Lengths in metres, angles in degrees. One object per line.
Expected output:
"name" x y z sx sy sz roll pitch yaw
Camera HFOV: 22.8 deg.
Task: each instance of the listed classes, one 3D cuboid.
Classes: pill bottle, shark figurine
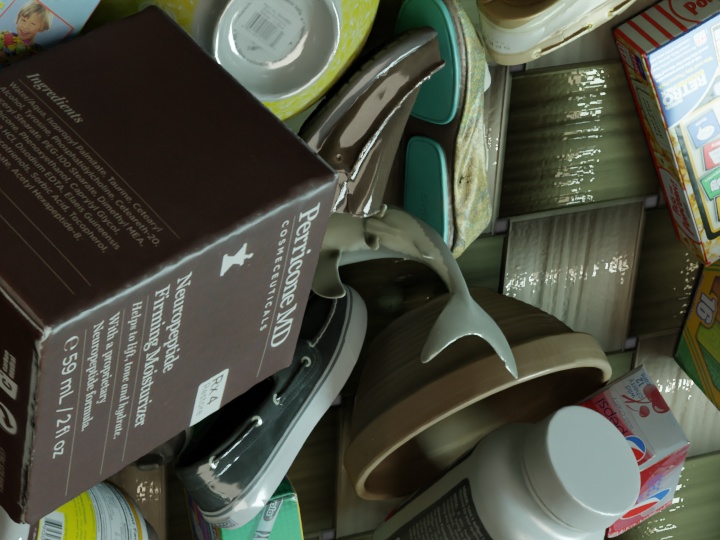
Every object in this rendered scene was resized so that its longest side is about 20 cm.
"pill bottle" -0.213 0.181 1.181 0.109 0.109 0.200 -44 150 6
"shark figurine" 0.019 -0.009 1.178 0.089 0.213 0.129 28 79 -55
"pill bottle" 0.101 0.175 1.245 0.110 0.112 0.200 13 142 -30

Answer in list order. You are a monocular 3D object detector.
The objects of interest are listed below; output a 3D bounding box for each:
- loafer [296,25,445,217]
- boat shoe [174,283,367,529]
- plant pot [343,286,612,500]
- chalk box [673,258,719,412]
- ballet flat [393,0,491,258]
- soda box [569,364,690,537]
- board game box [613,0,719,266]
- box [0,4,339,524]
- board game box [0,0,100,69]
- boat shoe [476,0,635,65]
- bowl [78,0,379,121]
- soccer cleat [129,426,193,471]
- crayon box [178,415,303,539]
"loafer" -0.010 -0.067 1.126 0.071 0.073 0.200 41 97 -8
"boat shoe" -0.057 0.077 1.189 0.057 0.068 0.201 50 52 -29
"plant pot" 0.069 0.075 1.256 0.199 0.093 0.201 -23 162 -8
"chalk box" 0.347 0.070 1.337 0.123 0.200 0.125 0 120 -25
"ballet flat" 0.060 -0.103 1.187 0.070 0.071 0.202 -12 119 -18
"soda box" 0.196 0.139 1.337 0.063 0.070 0.200 -29 160 -5
"board game box" 0.278 -0.121 1.283 0.151 0.046 0.201 -29 128 -6
"box" -0.147 -0.007 0.972 0.199 0.164 0.167 -30 151 -34
"board game box" -0.244 -0.125 1.003 0.104 0.103 0.201 28 106 -36
"boat shoe" 0.155 -0.200 1.167 0.199 0.074 0.069 -30 152 -17
"bowl" -0.066 -0.160 1.062 0.198 0.108 0.202 -11 123 -18
"soccer cleat" -0.206 0.078 1.177 0.198 0.086 0.070 19 107 -7
"crayon box" -0.080 0.207 1.278 0.058 0.119 0.202 -16 126 -15
